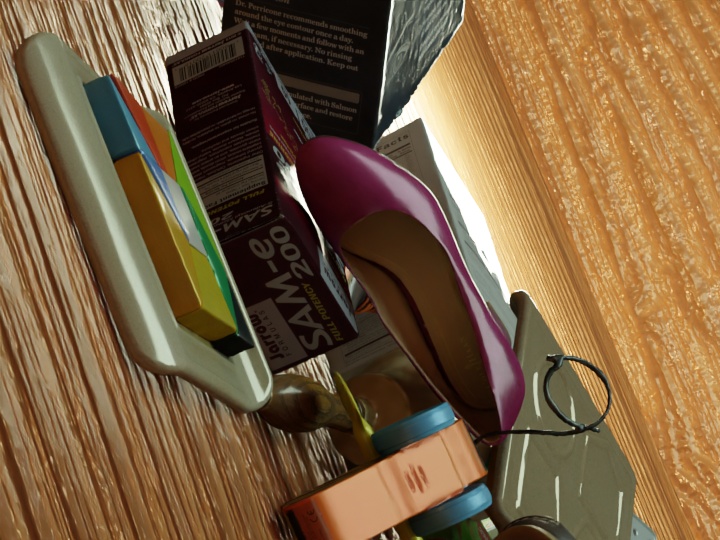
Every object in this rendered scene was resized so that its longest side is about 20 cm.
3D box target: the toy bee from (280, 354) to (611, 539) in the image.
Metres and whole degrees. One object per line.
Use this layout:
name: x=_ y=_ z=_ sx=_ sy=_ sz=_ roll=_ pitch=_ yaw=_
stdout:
toy bee: x=0.033 y=0.120 z=1.541 sx=0.109 sy=0.200 sz=0.131 roll=-28 pitch=-115 yaw=59

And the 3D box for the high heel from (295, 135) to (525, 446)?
high heel: x=0.031 y=0.010 z=1.597 sx=0.200 sy=0.067 sz=0.096 roll=45 pitch=22 yaw=-23

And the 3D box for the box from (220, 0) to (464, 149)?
box: x=-0.003 y=-0.218 z=1.822 sx=0.197 sy=0.117 sz=0.200 roll=-57 pitch=159 yaw=-53

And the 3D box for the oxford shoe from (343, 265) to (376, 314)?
oxford shoe: x=0.000 y=0.000 z=1.743 sx=0.073 sy=0.071 sz=0.200 roll=49 pitch=31 yaw=-18

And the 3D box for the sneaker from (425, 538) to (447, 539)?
sneaker: x=0.054 y=0.217 z=1.583 sx=0.200 sy=0.071 sz=0.098 roll=-102 pitch=167 yaw=-48

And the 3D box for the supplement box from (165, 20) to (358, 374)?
supplement box: x=-0.060 y=-0.046 z=1.659 sx=0.200 sy=0.061 sz=0.109 roll=-102 pitch=165 yaw=-50

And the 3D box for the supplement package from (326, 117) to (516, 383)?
supplement package: x=0.035 y=0.014 z=1.880 sx=0.110 sy=0.114 sz=0.200 roll=55 pitch=14 yaw=-41

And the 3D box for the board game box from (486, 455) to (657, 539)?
board game box: x=0.133 y=0.218 z=1.778 sx=0.200 sy=0.026 sz=0.200 roll=41 pitch=41 yaw=-42

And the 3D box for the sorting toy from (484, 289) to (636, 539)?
sorting toy: x=0.123 y=0.140 z=1.731 sx=0.200 sy=0.036 sz=0.185 roll=-84 pitch=151 yaw=-44

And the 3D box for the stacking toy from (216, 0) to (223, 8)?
stacking toy: x=-0.101 y=-0.241 z=1.921 sx=0.200 sy=0.085 sz=0.085 roll=41 pitch=25 yaw=-55

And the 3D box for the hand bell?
hand bell: x=-0.012 y=0.083 z=1.605 sx=0.200 sy=0.104 sz=0.104 roll=16 pitch=48 yaw=-61

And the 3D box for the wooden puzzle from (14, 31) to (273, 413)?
wooden puzzle: x=-0.102 y=-0.023 z=1.432 sx=0.185 sy=0.037 sz=0.200 roll=68 pitch=9 yaw=12

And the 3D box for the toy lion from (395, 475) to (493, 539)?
toy lion: x=0.086 y=0.241 z=1.779 sx=0.192 sy=0.069 sz=0.200 roll=-95 pitch=160 yaw=-44

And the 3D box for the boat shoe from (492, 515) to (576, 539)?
boat shoe: x=0.132 y=0.231 z=1.566 sx=0.070 sy=0.070 sz=0.200 roll=2 pitch=68 yaw=-75

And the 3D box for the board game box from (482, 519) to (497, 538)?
board game box: x=0.140 y=0.214 z=1.989 sx=0.200 sy=0.103 sz=0.105 roll=-2 pitch=69 yaw=-81
